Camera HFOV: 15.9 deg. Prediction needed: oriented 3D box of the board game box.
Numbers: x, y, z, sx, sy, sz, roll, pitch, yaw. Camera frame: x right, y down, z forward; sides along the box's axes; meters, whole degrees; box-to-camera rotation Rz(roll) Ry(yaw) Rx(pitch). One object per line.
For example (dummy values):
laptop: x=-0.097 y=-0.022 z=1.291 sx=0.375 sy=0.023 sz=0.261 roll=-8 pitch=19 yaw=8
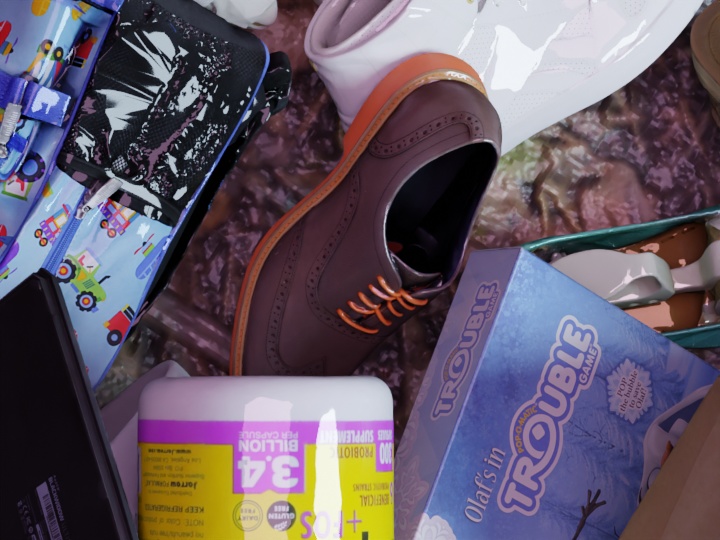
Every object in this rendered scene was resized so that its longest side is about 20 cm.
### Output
board game box: x=0.099 y=0.123 z=1.152 sx=0.198 sy=0.043 sz=0.201 roll=30 pitch=72 yaw=-28

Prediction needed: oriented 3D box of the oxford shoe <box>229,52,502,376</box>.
oxford shoe: x=0.000 y=0.000 z=1.170 sx=0.071 sy=0.073 sz=0.201 roll=16 pitch=116 yaw=-27

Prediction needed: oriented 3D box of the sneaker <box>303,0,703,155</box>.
sneaker: x=0.069 y=-0.128 z=1.194 sx=0.200 sy=0.074 sz=0.116 roll=-37 pitch=130 yaw=-6

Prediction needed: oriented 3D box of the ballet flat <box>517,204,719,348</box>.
ballet flat: x=0.147 y=0.005 z=1.210 sx=0.199 sy=0.070 sz=0.068 roll=-11 pitch=84 yaw=-4

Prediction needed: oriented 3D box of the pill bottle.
pill bottle: x=-0.037 y=0.143 z=1.029 sx=0.103 sy=0.104 sz=0.202 roll=-1 pitch=88 yaw=-3

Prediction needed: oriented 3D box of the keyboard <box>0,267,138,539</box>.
keyboard: x=-0.133 y=0.113 z=1.043 sx=0.127 sy=0.021 sz=0.201 roll=-35 pitch=63 yaw=35

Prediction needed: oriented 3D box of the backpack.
backpack: x=-0.151 y=-0.042 z=1.144 sx=0.134 sy=0.182 sz=0.201 roll=28 pitch=86 yaw=-34

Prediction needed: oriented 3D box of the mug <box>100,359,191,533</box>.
mug: x=-0.093 y=0.169 z=1.157 sx=0.200 sy=0.148 sz=0.175 roll=-41 pitch=98 yaw=20

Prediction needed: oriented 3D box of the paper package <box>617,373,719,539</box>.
paper package: x=0.202 y=0.132 z=1.067 sx=0.190 sy=0.201 sz=0.104 roll=-4 pitch=46 yaw=-33

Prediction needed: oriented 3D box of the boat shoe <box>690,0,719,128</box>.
boat shoe: x=0.223 y=-0.044 z=1.186 sx=0.071 sy=0.065 sz=0.201 roll=-28 pitch=58 yaw=-7

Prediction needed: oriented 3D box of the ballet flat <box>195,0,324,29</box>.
ballet flat: x=-0.035 y=-0.151 z=1.206 sx=0.199 sy=0.073 sz=0.074 roll=-19 pitch=85 yaw=-23
